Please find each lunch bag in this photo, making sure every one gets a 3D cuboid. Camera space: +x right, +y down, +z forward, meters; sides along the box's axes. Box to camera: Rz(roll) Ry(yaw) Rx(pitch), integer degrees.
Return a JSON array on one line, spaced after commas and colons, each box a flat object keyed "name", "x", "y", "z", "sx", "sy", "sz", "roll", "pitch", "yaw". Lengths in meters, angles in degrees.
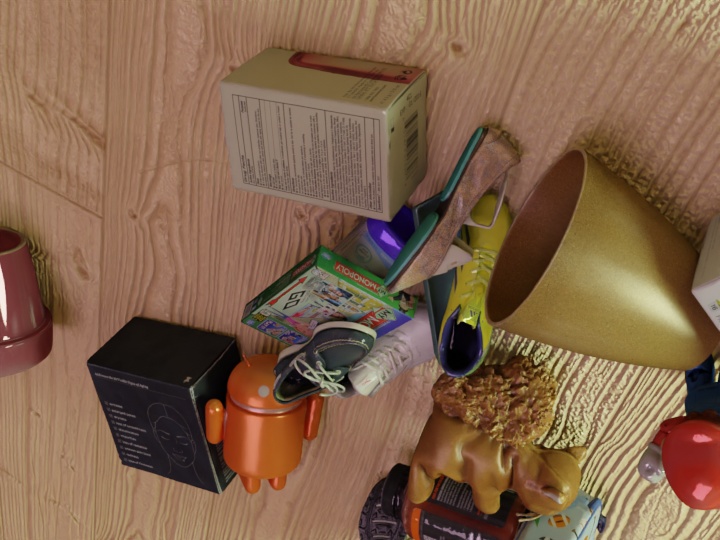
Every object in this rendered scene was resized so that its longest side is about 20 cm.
[{"name": "lunch bag", "x": 0.229, "y": 0.366, "z": 1.105, "sx": 0.075, "sy": 0.199, "sz": 0.163, "roll": 24, "pitch": 133, "yaw": 31}]

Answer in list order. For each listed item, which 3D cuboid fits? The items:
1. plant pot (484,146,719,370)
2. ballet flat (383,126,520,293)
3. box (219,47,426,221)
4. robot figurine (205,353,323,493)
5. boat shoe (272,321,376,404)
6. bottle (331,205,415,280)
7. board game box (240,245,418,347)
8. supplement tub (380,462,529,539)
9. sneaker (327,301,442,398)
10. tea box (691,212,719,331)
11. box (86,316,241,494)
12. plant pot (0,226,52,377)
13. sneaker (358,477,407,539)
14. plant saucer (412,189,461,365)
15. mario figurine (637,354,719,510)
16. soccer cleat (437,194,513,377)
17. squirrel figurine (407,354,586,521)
[{"name": "plant pot", "x": 0.250, "y": 0.011, "z": 0.870, "sx": 0.197, "sy": 0.188, "sz": 0.188, "roll": 26, "pitch": 133, "yaw": -6}, {"name": "ballet flat", "x": 0.100, "y": -0.049, "z": 0.926, "sx": 0.066, "sy": 0.068, "sz": 0.202, "roll": 31, "pitch": 99, "yaw": -7}, {"name": "box", "x": -0.036, "y": -0.149, "z": 0.959, "sx": 0.196, "sy": 0.109, "sz": 0.130, "roll": 14, "pitch": 128, "yaw": 22}, {"name": "robot figurine", "x": -0.134, "y": 0.205, "z": 1.242, "sx": 0.140, "sy": 0.117, "sz": 0.205, "roll": 11, "pitch": 108, "yaw": 15}, {"name": "boat shoe", "x": -0.049, "y": 0.113, "z": 1.074, "sx": 0.074, "sy": 0.063, "sz": 0.199, "roll": 31, "pitch": 146, "yaw": -25}, {"name": "bottle", "x": 0.000, "y": 0.000, "z": 1.070, "sx": 0.083, "sy": 0.066, "sz": 0.200, "roll": 41, "pitch": 133, "yaw": -8}, {"name": "board game box", "x": -0.041, "y": 0.047, "z": 1.054, "sx": 0.133, "sy": 0.030, "sz": 0.199, "roll": 29, "pitch": 147, "yaw": -19}, {"name": "supplement tub", "x": 0.127, "y": 0.318, "z": 1.187, "sx": 0.196, "sy": 0.107, "sz": 0.109, "roll": 14, "pitch": 128, "yaw": 26}, {"name": "sneaker", "x": 0.032, "y": 0.112, "z": 1.106, "sx": 0.078, "sy": 0.100, "sz": 0.199, "roll": 46, "pitch": 132, "yaw": -8}, {"name": "tea box", "x": 0.432, "y": 0.021, "z": 0.780, "sx": 0.195, "sy": 0.134, "sz": 0.201, "roll": -30, "pitch": 104, "yaw": 42}, {"name": "box", "x": -0.273, "y": 0.197, "z": 1.332, "sx": 0.196, "sy": 0.124, "sz": 0.200, "roll": 9, "pitch": 127, "yaw": 26}, {"name": "plant pot", "x": -0.573, "y": 0.038, "z": 1.372, "sx": 0.196, "sy": 0.200, "sz": 0.183, "roll": 15, "pitch": 113, "yaw": 21}, {"name": "sneaker", "x": 0.036, "y": 0.393, "z": 1.320, "sx": 0.072, "sy": 0.079, "sz": 0.205, "roll": 4, "pitch": 107, "yaw": 8}, {"name": "plant saucer", "x": 0.096, "y": 0.006, "z": 1.016, "sx": 0.019, "sy": 0.069, "sz": 0.204, "roll": 21, "pitch": 131, "yaw": 47}, {"name": "mario figurine", "x": 0.348, "y": 0.163, "z": 0.884, "sx": 0.105, "sy": 0.201, "sz": 0.125, "roll": 32, "pitch": 133, "yaw": 7}, {"name": "soccer cleat", "x": 0.126, "y": 0.022, "z": 0.973, "sx": 0.063, "sy": 0.084, "sz": 0.205, "roll": 13, "pitch": 107, "yaw": 12}, {"name": "squirrel figurine", "x": 0.171, "y": 0.200, "z": 1.052, "sx": 0.184, "sy": 0.141, "sz": 0.204, "roll": 20, "pitch": 123, "yaw": 27}]
